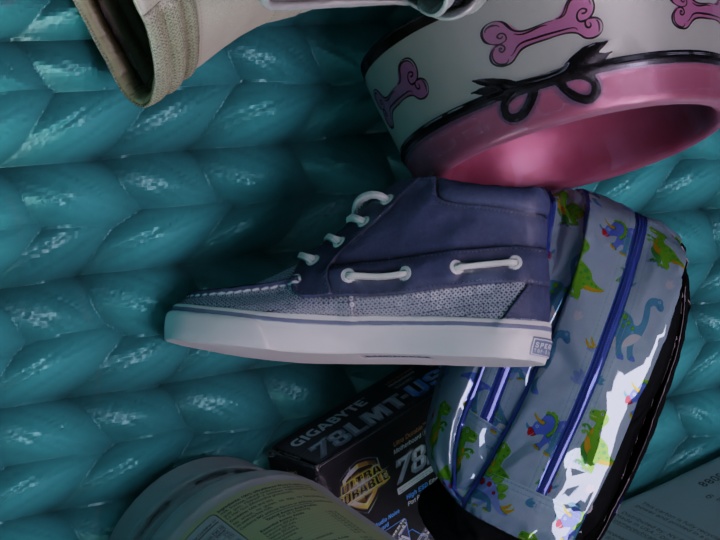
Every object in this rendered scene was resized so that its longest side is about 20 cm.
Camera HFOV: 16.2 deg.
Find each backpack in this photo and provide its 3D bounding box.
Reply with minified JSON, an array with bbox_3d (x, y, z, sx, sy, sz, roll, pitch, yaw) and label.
[{"bbox_3d":[0.103,0.057,1.343,0.200,0.153,0.163,-54,179,7],"label":"backpack"}]

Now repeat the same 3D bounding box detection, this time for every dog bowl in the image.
[{"bbox_3d":[0.104,-0.093,1.304,0.199,0.200,0.074,-2,75,-46],"label":"dog bowl"}]

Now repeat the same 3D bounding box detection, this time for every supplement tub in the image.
[{"bbox_3d":[-0.031,0.189,1.282,0.144,0.200,0.146,-17,120,-32],"label":"supplement tub"}]

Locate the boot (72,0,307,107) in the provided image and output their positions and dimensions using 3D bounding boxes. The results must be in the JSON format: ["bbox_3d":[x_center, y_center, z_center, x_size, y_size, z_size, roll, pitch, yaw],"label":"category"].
[{"bbox_3d":[-0.074,-0.190,1.180,0.154,0.072,0.201,-34,129,-29],"label":"boot"}]

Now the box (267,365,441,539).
[{"bbox_3d":[0.049,0.149,1.458,0.200,0.050,0.199,-31,119,-35],"label":"box"}]

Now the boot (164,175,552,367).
[{"bbox_3d":[0.000,0.000,1.279,0.073,0.199,0.091,36,57,-77],"label":"boot"}]

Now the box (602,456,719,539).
[{"bbox_3d":[0.249,0.246,1.609,0.199,0.199,0.172,-20,121,-38],"label":"box"}]

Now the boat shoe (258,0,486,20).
[{"bbox_3d":[0.037,-0.149,1.165,0.199,0.066,0.072,-2,151,-27],"label":"boat shoe"}]
